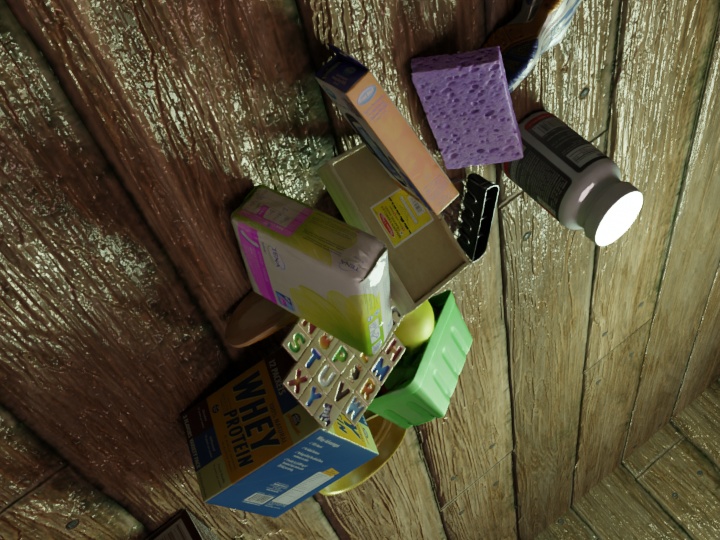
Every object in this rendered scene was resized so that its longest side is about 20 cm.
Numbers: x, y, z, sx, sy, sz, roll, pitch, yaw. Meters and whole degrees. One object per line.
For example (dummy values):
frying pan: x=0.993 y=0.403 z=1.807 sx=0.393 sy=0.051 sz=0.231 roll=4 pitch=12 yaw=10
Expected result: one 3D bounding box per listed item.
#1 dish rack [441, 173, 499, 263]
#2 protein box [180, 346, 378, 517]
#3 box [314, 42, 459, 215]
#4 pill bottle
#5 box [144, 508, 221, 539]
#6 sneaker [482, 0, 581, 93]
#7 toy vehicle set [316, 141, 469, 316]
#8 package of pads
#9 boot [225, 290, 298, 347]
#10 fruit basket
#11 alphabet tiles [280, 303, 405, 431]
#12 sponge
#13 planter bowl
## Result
dish rack: x=0.109 y=-0.053 z=1.212 sx=0.197 sy=0.055 sz=0.156 roll=-26 pitch=141 yaw=-25
protein box: x=-0.113 y=0.239 z=1.181 sx=0.198 sy=0.137 sz=0.198 roll=-33 pitch=148 yaw=12
box: x=0.021 y=-0.158 z=0.899 sx=0.041 sy=0.119 sz=0.200 roll=-43 pitch=118 yaw=0
pill bottle: x=0.309 y=-0.135 z=1.202 sx=0.114 sy=0.201 sz=0.117 roll=-26 pitch=144 yaw=-21
box: x=-0.282 y=0.487 z=1.368 sx=0.099 sy=0.075 sz=0.202 roll=-35 pitch=144 yaw=-12
sneaker: x=0.225 y=-0.297 z=1.054 sx=0.087 sy=0.075 sz=0.202 roll=10 pitch=122 yaw=-54
toy vehicle set: x=0.043 y=-0.063 z=0.996 sx=0.123 sy=0.203 sz=0.026 roll=-32 pitch=-178 yaw=-40
package of pads: x=-0.054 y=-0.003 z=0.964 sx=0.068 sy=0.197 sz=0.156 roll=-50 pitch=152 yaw=-29
boot: x=-0.083 y=0.062 z=1.121 sx=0.200 sy=0.071 sz=0.145 roll=-41 pitch=146 yaw=-12
fruit basket: x=0.065 y=0.104 z=1.230 sx=0.212 sy=0.221 sz=0.154 roll=-4 pitch=163 yaw=-44
alphabet tiles: x=-0.018 y=0.100 z=1.073 sx=0.167 sy=0.006 sz=0.201 roll=51 pitch=61 yaw=-28
sponge: x=0.141 y=-0.204 z=1.049 sx=0.109 sy=0.031 sz=0.201 roll=-5 pitch=150 yaw=18
planter bowl: x=-0.018 y=0.290 z=1.421 sx=0.198 sy=0.084 sz=0.203 roll=-28 pitch=143 yaw=-23
